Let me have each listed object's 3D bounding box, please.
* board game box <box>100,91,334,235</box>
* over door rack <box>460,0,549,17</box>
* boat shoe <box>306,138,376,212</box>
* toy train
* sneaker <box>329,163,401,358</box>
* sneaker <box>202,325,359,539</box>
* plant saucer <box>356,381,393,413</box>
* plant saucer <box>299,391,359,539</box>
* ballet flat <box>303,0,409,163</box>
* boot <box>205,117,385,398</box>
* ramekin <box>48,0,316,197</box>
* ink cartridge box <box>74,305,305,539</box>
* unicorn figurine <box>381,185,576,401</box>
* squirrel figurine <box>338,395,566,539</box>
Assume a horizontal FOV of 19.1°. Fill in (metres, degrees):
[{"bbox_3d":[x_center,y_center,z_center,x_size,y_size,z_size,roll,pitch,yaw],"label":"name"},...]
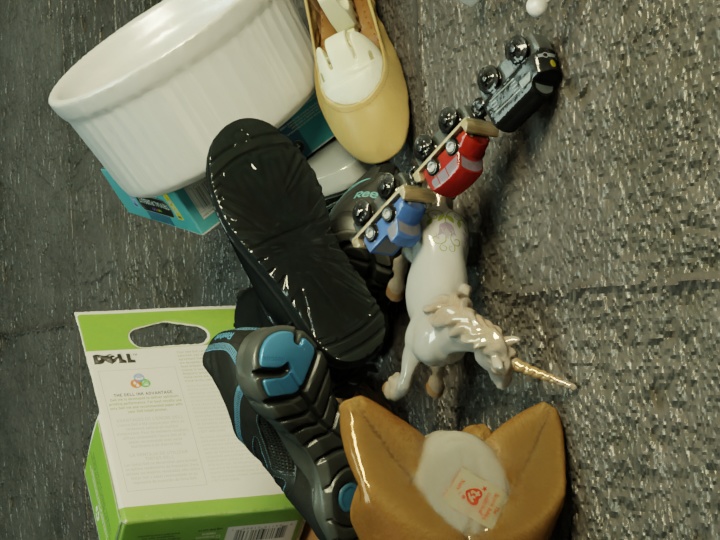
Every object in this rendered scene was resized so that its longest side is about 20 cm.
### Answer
[{"bbox_3d":[-0.108,-0.098,1.694,0.047,0.151,0.200,57,165,-18],"label":"board game box"},{"bbox_3d":[0.049,-0.209,1.291,0.067,0.147,0.200,-66,20,-12],"label":"over door rack"},{"bbox_3d":[-0.039,-0.054,1.651,0.064,0.071,0.199,57,152,-12],"label":"boat shoe"},{"bbox_3d":[0.059,-0.072,1.363,0.200,0.034,0.046,-46,56,33],"label":"toy train"},{"bbox_3d":[0.000,0.000,1.569,0.200,0.075,0.080,113,176,-57],"label":"sneaker"},{"bbox_3d":[-0.035,0.116,1.448,0.082,0.073,0.201,5,129,51],"label":"sneaker"},{"bbox_3d":[-0.003,0.174,1.623,0.200,0.029,0.202,177,90,-67],"label":"plant saucer"},{"bbox_3d":[-0.032,0.175,1.616,0.200,0.032,0.203,177,90,-68],"label":"plant saucer"},{"bbox_3d":[-0.015,-0.169,1.547,0.063,0.068,0.201,42,-151,-56],"label":"ballet flat"},{"bbox_3d":[-0.057,0.008,1.495,0.199,0.073,0.163,59,159,8],"label":"boot"},{"bbox_3d":[-0.124,-0.141,1.598,0.098,0.200,0.200,58,165,-18],"label":"ramekin"},{"bbox_3d":[-0.136,0.126,1.635,0.076,0.146,0.201,109,151,-44],"label":"ink cartridge box"},{"bbox_3d":[0.056,0.028,1.401,0.138,0.073,0.201,114,144,-55],"label":"unicorn figurine"},{"bbox_3d":[0.051,0.196,1.360,0.187,0.140,0.202,113,149,-58],"label":"squirrel figurine"}]
